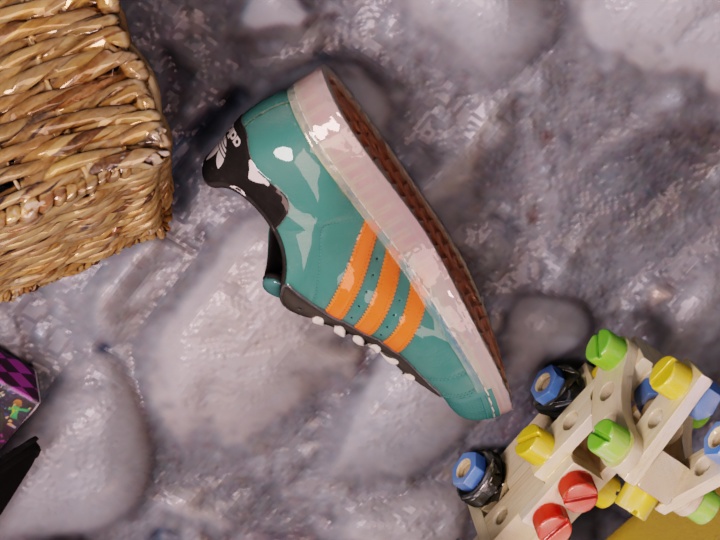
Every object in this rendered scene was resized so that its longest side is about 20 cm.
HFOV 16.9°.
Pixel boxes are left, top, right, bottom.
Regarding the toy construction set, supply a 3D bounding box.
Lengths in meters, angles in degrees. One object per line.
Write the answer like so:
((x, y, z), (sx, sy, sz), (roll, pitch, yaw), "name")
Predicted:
((0.099, 0.109, 1.174), (0.200, 0.131, 0.092), (-36, 120, 11), "toy construction set")

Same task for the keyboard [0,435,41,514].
((-0.218, 0.145, 1.088), (0.021, 0.200, 0.127), (38, 113, 8), "keyboard")

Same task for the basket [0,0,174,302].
((-0.191, -0.058, 1.038), (0.199, 0.149, 0.143), (-24, 82, -8), "basket")

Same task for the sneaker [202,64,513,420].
((0.000, 0.000, 1.131), (0.080, 0.072, 0.200), (-28, 117, 11), "sneaker")

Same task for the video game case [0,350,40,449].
((-0.281, 0.071, 1.129), (0.199, 0.036, 0.181), (32, 110, -26), "video game case")

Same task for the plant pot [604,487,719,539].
((0.263, 0.168, 1.200), (0.177, 0.200, 0.200), (-51, 133, -1), "plant pot")
